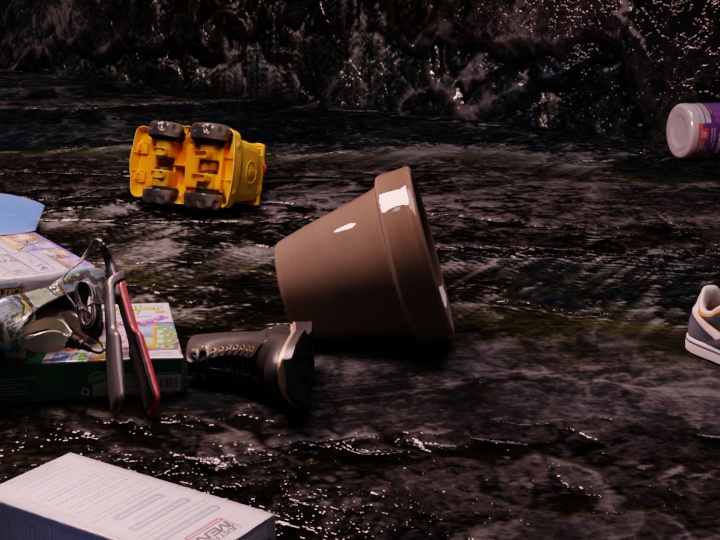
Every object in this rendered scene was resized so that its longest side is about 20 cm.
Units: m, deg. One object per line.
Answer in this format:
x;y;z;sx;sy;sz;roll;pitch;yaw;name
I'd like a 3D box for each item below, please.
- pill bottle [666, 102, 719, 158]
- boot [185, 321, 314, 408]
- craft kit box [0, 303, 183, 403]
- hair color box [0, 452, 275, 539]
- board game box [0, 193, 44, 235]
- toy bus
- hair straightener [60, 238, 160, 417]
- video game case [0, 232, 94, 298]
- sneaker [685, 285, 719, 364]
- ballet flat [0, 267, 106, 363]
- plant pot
0.736;-0.286;2.785;0.198;0.112;0.111;-3;15;-15;pill bottle
-0.117;0.097;1.359;0.137;0.078;0.200;-2;2;1;boot
-0.290;0.083;1.429;0.198;0.049;0.198;-2;13;-13;craft kit box
-0.169;0.195;0.985;0.199;0.061;0.099;10;17;30;hair color box
-0.542;-0.066;1.970;0.157;0.039;0.200;5;19;-8;board game box
-0.248;-0.166;2.224;0.198;0.137;0.192;6;2;26;toy bus
-0.250;0.053;1.327;0.076;0.041;0.201;0;57;-28;hair straightener
-0.451;0.004;1.696;0.180;0.046;0.199;-10;19;-33;video game case
0.433;0.072;1.479;0.078;0.080;0.199;-8;19;-35;sneaker
-0.305;0.050;1.373;0.074;0.075;0.200;9;18;27;ballet flat
0.000;0.000;1.539;0.173;0.202;0.200;-15;13;7;plant pot
